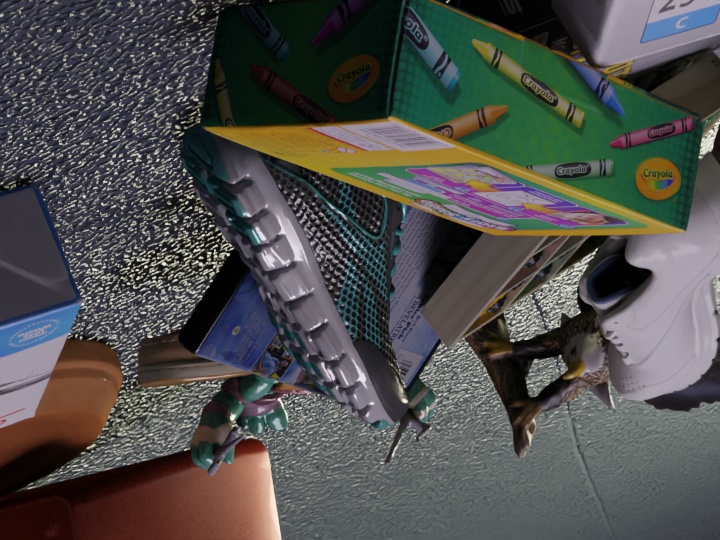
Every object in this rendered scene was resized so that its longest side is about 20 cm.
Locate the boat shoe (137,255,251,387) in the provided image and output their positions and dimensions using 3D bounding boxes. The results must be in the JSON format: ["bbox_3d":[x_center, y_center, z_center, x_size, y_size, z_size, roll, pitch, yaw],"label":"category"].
[{"bbox_3d":[-0.046,0.014,1.474,0.199,0.070,0.074,-18,-172,-41],"label":"boat shoe"}]

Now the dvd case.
[{"bbox_3d":[0.000,0.000,1.415,0.143,0.018,0.200,-57,147,7],"label":"dvd case"}]

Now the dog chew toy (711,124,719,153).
[{"bbox_3d":[0.265,-0.060,1.600,0.124,0.125,0.200,-25,157,5],"label":"dog chew toy"}]

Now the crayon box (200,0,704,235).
[{"bbox_3d":[0.043,-0.065,1.183,0.118,0.059,0.200,0,167,46],"label":"crayon box"}]

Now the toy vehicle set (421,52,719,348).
[{"bbox_3d":[0.112,-0.033,1.396,0.124,0.027,0.200,-33,171,-25],"label":"toy vehicle set"}]

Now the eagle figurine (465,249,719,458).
[{"bbox_3d":[0.163,0.034,1.645,0.200,0.151,0.152,-30,126,24],"label":"eagle figurine"}]

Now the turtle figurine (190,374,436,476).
[{"bbox_3d":[-0.030,0.065,1.604,0.149,0.101,0.200,-5,180,-4],"label":"turtle figurine"}]

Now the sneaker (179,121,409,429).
[{"bbox_3d":[-0.007,-0.008,1.310,0.091,0.078,0.200,-35,126,-13],"label":"sneaker"}]

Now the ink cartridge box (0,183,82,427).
[{"bbox_3d":[-0.214,0.041,1.314,0.116,0.068,0.200,-17,163,-21],"label":"ink cartridge box"}]

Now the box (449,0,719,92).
[{"bbox_3d":[0.118,-0.119,1.315,0.158,0.049,0.200,-21,164,-10],"label":"box"}]

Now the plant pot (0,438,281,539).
[{"bbox_3d":[-0.171,0.215,1.639,0.199,0.201,0.176,-15,167,28],"label":"plant pot"}]

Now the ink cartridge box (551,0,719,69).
[{"bbox_3d":[0.190,-0.181,1.145,0.199,0.045,0.177,-18,147,-21],"label":"ink cartridge box"}]

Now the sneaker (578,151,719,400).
[{"bbox_3d":[0.157,0.011,1.483,0.087,0.075,0.200,-21,149,-19],"label":"sneaker"}]

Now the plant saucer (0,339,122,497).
[{"bbox_3d":[-0.228,0.101,1.547,0.199,0.038,0.200,-23,164,-7],"label":"plant saucer"}]
